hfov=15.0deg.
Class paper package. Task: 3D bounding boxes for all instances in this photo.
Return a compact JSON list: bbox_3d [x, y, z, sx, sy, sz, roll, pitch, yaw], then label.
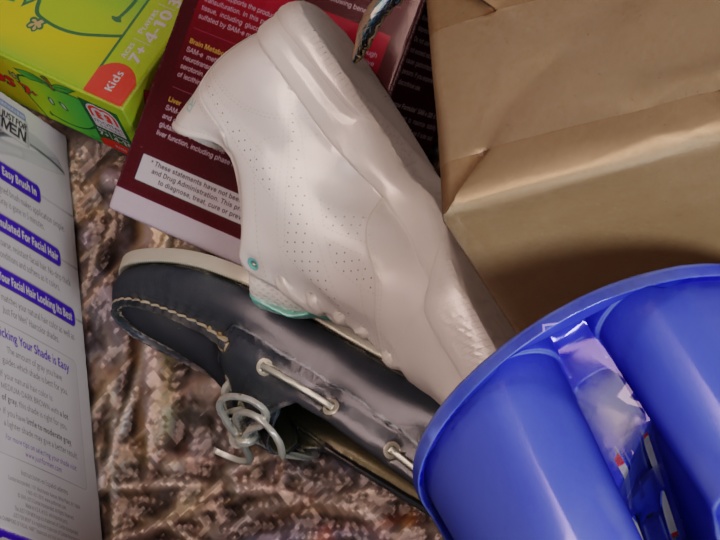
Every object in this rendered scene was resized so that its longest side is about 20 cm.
[{"bbox_3d":[0.139,-0.034,0.973,0.190,0.200,0.104,-14,55,17],"label":"paper package"}]

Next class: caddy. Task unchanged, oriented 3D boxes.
[{"bbox_3d":[0.098,0.074,0.951,0.141,0.200,0.105,-28,59,-1],"label":"caddy"}]

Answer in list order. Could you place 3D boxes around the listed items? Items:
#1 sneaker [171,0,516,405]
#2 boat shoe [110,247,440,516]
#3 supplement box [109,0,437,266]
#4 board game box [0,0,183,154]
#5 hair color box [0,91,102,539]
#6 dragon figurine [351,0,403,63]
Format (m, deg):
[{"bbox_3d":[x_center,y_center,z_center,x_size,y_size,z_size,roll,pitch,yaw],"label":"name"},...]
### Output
[{"bbox_3d":[0.000,0.000,1.045,0.088,0.075,0.201,-36,73,14],"label":"sneaker"},{"bbox_3d":[-0.022,0.051,1.095,0.199,0.075,0.062,24,73,17],"label":"boat shoe"},{"bbox_3d":[-0.015,-0.098,1.121,0.108,0.061,0.201,24,96,26],"label":"supplement box"},{"bbox_3d":[-0.147,-0.132,1.198,0.199,0.048,0.102,25,70,26],"label":"board game box"},{"bbox_3d":[-0.164,0.025,1.138,0.064,0.109,0.201,-12,70,19],"label":"hair color box"},{"bbox_3d":[0.097,-0.119,1.051,0.199,0.059,0.099,-30,63,-27],"label":"dragon figurine"}]
